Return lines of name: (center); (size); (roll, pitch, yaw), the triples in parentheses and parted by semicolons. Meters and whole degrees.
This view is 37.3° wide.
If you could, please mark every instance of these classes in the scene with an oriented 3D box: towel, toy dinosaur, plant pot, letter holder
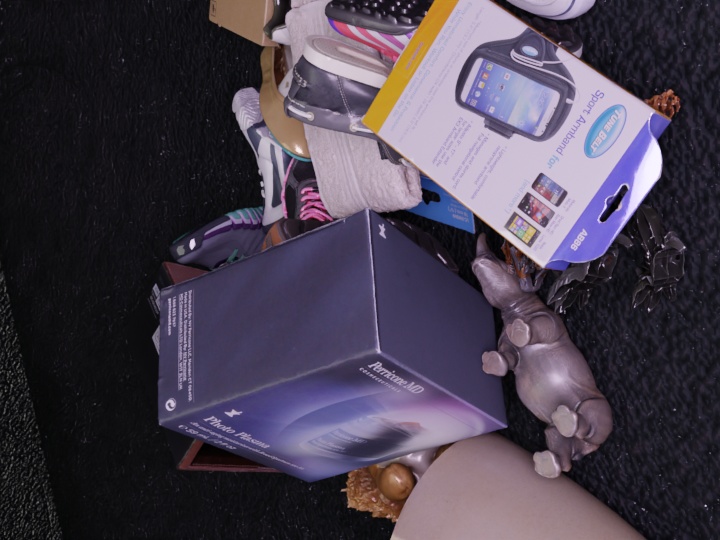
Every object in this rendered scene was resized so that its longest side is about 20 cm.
towel: (-0.010, -0.144, 0.904); (0.132, 0.034, 0.200); (-2, 102, 60)
toy dinosaur: (0.156, -0.044, 0.748); (0.200, 0.102, 0.136); (88, 167, -56)
plant pot: (0.153, 0.249, 0.836); (0.200, 0.187, 0.188); (19, 122, 40)
letter holder: (-0.136, 0.101, 1.102); (0.101, 0.142, 0.200); (-56, 43, 24)

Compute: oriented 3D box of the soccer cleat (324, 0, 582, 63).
soccer cleat: (0.063, -0.160, 0.797); (0.200, 0.068, 0.073); (16, 127, 18)

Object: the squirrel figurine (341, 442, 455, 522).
squirrel figurine: (0.056, 0.195, 1.034); (0.187, 0.141, 0.200); (62, 165, 0)

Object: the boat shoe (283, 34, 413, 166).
boat shoe: (0.040, -0.114, 0.823); (0.072, 0.200, 0.068); (-95, 27, -64)

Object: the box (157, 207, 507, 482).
box: (-0.020, 0.070, 0.836); (0.198, 0.200, 0.123); (-21, 58, 27)

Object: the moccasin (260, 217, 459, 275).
moccasin: (0.001, 0.001, 0.923); (0.074, 0.201, 0.078); (55, 130, 31)

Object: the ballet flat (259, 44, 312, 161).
ballet flat: (-0.064, -0.184, 1.035); (0.200, 0.069, 0.063); (-108, 36, -48)

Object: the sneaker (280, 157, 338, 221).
sneaker: (-0.039, -0.035, 0.992); (0.095, 0.079, 0.200); (106, 166, -73)

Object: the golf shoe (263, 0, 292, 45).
golf shoe: (-0.050, -0.299, 0.964); (0.078, 0.097, 0.200); (30, 128, 54)

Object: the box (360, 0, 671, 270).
box: (0.104, -0.092, 0.700); (0.200, 0.041, 0.119); (42, 109, 26)

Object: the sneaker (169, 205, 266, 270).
sneaker: (-0.123, -0.020, 1.164); (0.074, 0.200, 0.088); (-25, 89, 31)

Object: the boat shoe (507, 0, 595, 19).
boat shoe: (0.087, -0.239, 0.782); (0.200, 0.067, 0.074); (48, 142, 39)

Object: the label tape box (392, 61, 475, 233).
label tape box: (0.030, -0.135, 0.942); (0.144, 0.063, 0.200); (24, 125, 55)

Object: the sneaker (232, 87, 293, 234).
sneaker: (-0.086, -0.097, 1.147); (0.199, 0.079, 0.130); (45, 133, 25)

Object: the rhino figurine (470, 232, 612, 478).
rhino figurine: (0.135, 0.060, 0.842); (0.060, 0.087, 0.200); (-34, 72, 32)

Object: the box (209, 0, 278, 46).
box: (-0.111, -0.338, 1.073); (0.163, 0.021, 0.200); (39, 126, 56)
